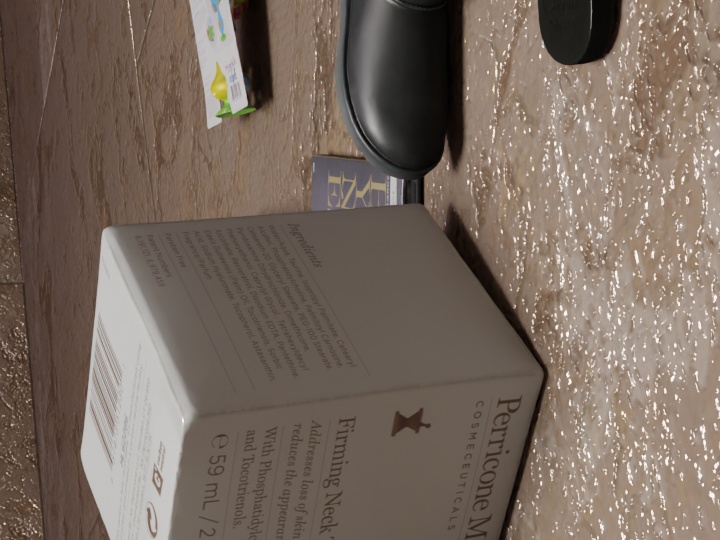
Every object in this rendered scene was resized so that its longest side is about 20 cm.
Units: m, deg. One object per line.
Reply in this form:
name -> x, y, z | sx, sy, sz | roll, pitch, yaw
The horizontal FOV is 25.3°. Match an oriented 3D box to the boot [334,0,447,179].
boot -> 0.045, -0.161, 0.863 | 0.200, 0.065, 0.167 | 138, 126, -61

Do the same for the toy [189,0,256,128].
toy -> -0.113, -0.230, 1.356 | 0.115, 0.047, 0.203 | 167, 97, -68

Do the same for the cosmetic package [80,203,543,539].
cosmetic package -> -0.035, 0.080, 0.882 | 0.167, 0.198, 0.169 | -124, 36, -48

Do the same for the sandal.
sandal -> 0.088, -0.197, 0.739 | 0.075, 0.044, 0.203 | -170, 78, -72

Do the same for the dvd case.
dvd case -> 0.000, 0.000, 1.080 | 0.200, 0.016, 0.151 | -163, 72, -71
